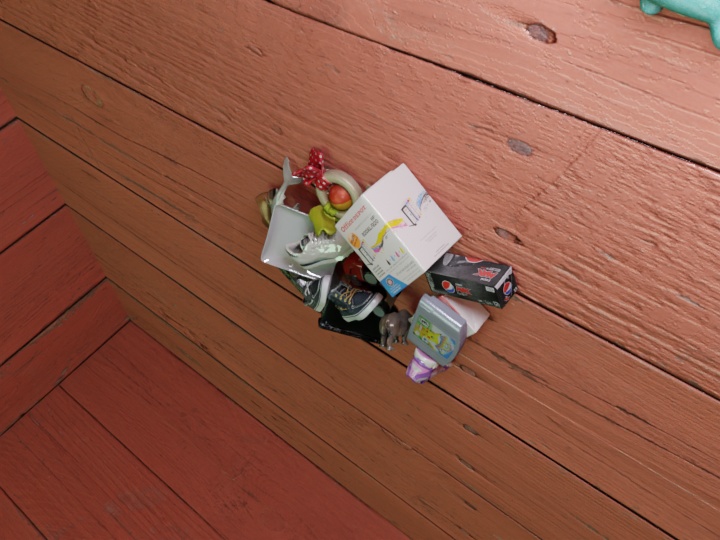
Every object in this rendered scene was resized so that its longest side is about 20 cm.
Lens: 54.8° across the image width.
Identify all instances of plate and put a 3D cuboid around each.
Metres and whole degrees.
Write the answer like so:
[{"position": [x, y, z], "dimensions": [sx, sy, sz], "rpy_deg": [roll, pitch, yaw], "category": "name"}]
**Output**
[{"position": [-0.145, -0.073, 1.793], "dimensions": [0.196, 0.033, 0.202], "rpy_deg": [18, 131, -5], "category": "plate"}]

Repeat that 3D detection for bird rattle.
[{"position": [-0.061, -0.188, 1.633], "dimensions": [0.160, 0.113, 0.203], "rpy_deg": [10, 125, 31], "category": "bird rattle"}]

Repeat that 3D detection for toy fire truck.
[{"position": [0.000, 0.000, 1.758], "dimensions": [0.197, 0.129, 0.178], "rpy_deg": [15, 141, 28], "category": "toy fire truck"}]

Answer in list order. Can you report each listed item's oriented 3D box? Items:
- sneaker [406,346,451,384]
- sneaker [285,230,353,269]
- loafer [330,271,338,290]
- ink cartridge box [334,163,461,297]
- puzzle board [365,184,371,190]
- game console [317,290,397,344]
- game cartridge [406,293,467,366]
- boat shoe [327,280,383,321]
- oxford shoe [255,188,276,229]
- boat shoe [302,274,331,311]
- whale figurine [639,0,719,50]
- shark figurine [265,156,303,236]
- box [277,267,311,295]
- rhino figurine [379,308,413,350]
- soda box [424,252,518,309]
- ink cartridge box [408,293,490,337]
[{"position": [0.169, 0.247, 1.783], "dimensions": [0.080, 0.089, 0.199], "rpy_deg": [35, -171, 23], "category": "sneaker"}, {"position": [-0.091, -0.065, 1.708], "dimensions": [0.197, 0.078, 0.080], "rpy_deg": [-23, 137, 25], "category": "sneaker"}, {"position": [-0.103, 0.009, 1.937], "dimensions": [0.069, 0.070, 0.202], "rpy_deg": [33, 150, 25], "category": "loafer"}, {"position": [0.076, -0.084, 1.457], "dimensions": [0.201, 0.144, 0.147], "rpy_deg": [50, 144, 1], "category": "ink cartridge box"}, {"position": [0.096, -0.101, 1.578], "dimensions": [0.198, 0.017, 0.152], "rpy_deg": [31, 148, 26], "category": "puzzle board"}, {"position": [-0.010, 0.126, 1.935], "dimensions": [0.196, 0.119, 0.176], "rpy_deg": [16, -178, -5], "category": "game console"}, {"position": [0.181, 0.146, 1.625], "dimensions": [0.132, 0.041, 0.201], "rpy_deg": [33, 150, 14], "category": "game cartridge"}, {"position": [-0.021, 0.069, 1.685], "dimensions": [0.091, 0.071, 0.200], "rpy_deg": [46, 155, -7], "category": "boat shoe"}, {"position": [-0.231, -0.128, 1.910], "dimensions": [0.070, 0.072, 0.203], "rpy_deg": [-13, 117, 15], "category": "oxford shoe"}, {"position": [-0.120, 0.056, 1.835], "dimensions": [0.066, 0.073, 0.200], "rpy_deg": [16, 162, -6], "category": "boat shoe"}, {"position": [0.375, -0.334, 0.787], "dimensions": [0.201, 0.104, 0.159], "rpy_deg": [48, 152, -6], "category": "whale figurine"}, {"position": [-0.212, -0.179, 1.790], "dimensions": [0.090, 0.127, 0.216], "rpy_deg": [45, 154, 26], "category": "shark figurine"}, {"position": [-0.172, 0.033, 2.041], "dimensions": [0.200, 0.044, 0.160], "rpy_deg": [48, 171, -2], "category": "box"}, {"position": [0.101, 0.143, 1.751], "dimensions": [0.059, 0.199, 0.090], "rpy_deg": [4, 96, 26], "category": "rhino figurine"}, {"position": [0.234, 0.018, 1.485], "dimensions": [0.198, 0.071, 0.064], "rpy_deg": [14, 141, 45], "category": "soda box"}, {"position": [0.205, 0.111, 1.654], "dimensions": [0.117, 0.068, 0.200], "rpy_deg": [46, 151, -1], "category": "ink cartridge box"}]
